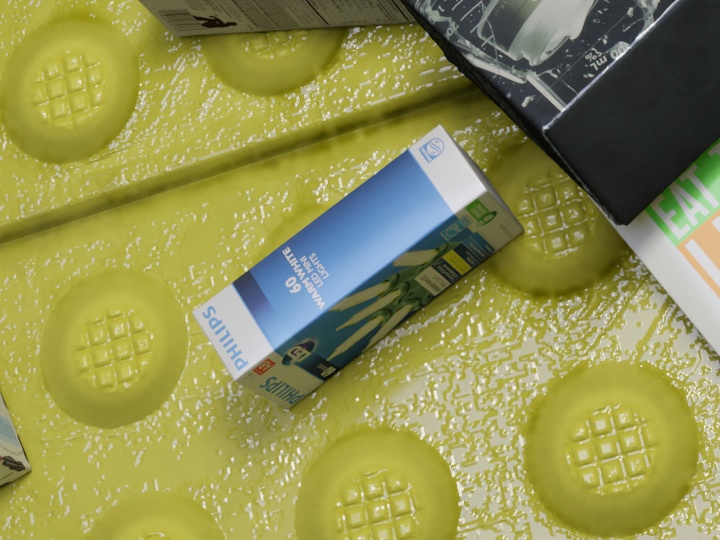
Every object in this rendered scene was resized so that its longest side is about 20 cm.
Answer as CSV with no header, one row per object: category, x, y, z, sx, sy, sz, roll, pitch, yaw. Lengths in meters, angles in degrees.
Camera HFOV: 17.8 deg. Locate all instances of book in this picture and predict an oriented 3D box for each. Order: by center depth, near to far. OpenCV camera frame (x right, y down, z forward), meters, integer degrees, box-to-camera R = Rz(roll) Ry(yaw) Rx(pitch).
book,0.254,-0.014,1.432,0.134,0.048,0.200,-41,70,6

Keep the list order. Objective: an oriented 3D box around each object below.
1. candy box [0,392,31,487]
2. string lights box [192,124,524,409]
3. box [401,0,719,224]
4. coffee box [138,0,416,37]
candy box,-0.330,0.079,1.593,0.136,0.061,0.201,-30,69,9
string lights box,0.000,0.000,1.479,0.200,0.103,0.059,-38,68,7
box,0.158,-0.173,1.423,0.200,0.124,0.197,-44,48,3
coffee box,-0.045,-0.230,1.567,0.199,0.080,0.114,-2,74,18
